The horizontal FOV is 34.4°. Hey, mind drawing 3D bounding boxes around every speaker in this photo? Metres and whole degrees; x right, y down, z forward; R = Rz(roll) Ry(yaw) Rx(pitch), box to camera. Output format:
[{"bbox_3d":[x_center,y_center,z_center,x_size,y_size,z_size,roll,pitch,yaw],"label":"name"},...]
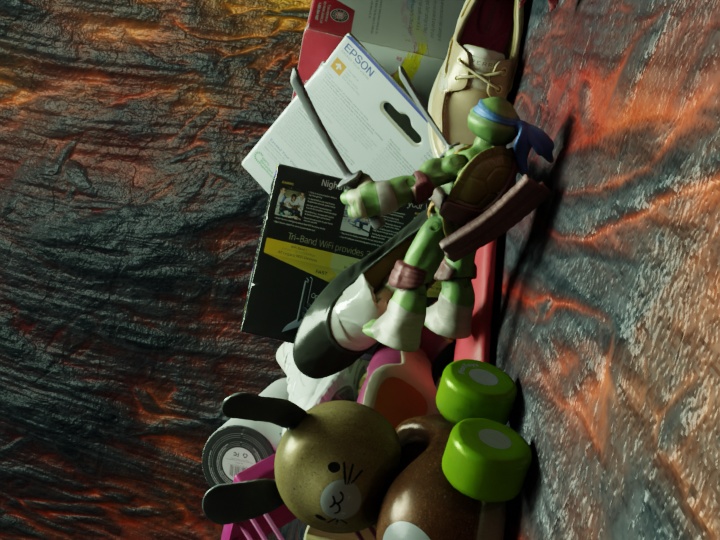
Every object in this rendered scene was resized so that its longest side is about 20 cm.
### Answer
[{"bbox_3d":[-0.096,0.173,1.220,0.200,0.080,0.082,-37,-38,-75],"label":"speaker"}]

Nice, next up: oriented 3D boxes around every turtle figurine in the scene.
[{"bbox_3d":[0.042,-0.051,0.894,0.144,0.198,0.196,-56,-21,-70],"label":"turtle figurine"}]

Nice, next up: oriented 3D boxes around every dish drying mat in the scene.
[{"bbox_3d":[0.100,0.014,0.980,0.077,0.018,0.202,109,172,-56],"label":"dish drying mat"}]

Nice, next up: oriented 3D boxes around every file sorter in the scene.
[{"bbox_3d":[-0.037,0.248,1.095,0.126,0.138,0.201,54,154,21],"label":"file sorter"}]

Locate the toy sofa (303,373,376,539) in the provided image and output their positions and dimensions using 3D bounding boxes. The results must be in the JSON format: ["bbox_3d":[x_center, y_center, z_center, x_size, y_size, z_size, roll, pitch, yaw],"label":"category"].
[{"bbox_3d":[-0.010,0.218,1.311,0.098,0.082,0.201,111,170,-50],"label":"toy sofa"}]

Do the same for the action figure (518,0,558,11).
[{"bbox_3d":[0.154,-0.261,0.821,0.149,0.133,0.201,46,152,32],"label":"action figure"}]

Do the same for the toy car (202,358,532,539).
[{"bbox_3d":[-0.005,0.146,0.795,0.158,0.198,0.166,-89,13,-66],"label":"toy car"}]

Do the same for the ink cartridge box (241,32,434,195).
[{"bbox_3d":[0.005,-0.104,1.165,0.200,0.200,0.041,-44,-3,35],"label":"ink cartridge box"}]

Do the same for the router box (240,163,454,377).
[{"bbox_3d":[0.000,0.000,1.085,0.052,0.198,0.159,-146,69,-84],"label":"router box"}]

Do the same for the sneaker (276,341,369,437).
[{"bbox_3d":[-0.048,0.112,1.195,0.201,0.098,0.078,-64,-34,-41],"label":"sneaker"}]

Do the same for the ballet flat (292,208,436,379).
[{"bbox_3d":[0.020,0.015,1.007,0.200,0.068,0.068,-46,14,-13],"label":"ballet flat"}]

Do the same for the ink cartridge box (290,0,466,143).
[{"bbox_3d":[0.035,-0.216,1.242,0.146,0.198,0.146,-81,4,-47],"label":"ink cartridge box"}]

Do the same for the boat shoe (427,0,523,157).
[{"bbox_3d":[0.108,-0.188,1.074,0.069,0.073,0.202,104,177,-73],"label":"boat shoe"}]

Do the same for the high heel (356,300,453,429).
[{"bbox_3d":[0.019,0.105,0.965,0.096,0.067,0.201,-45,13,37],"label":"high heel"}]
